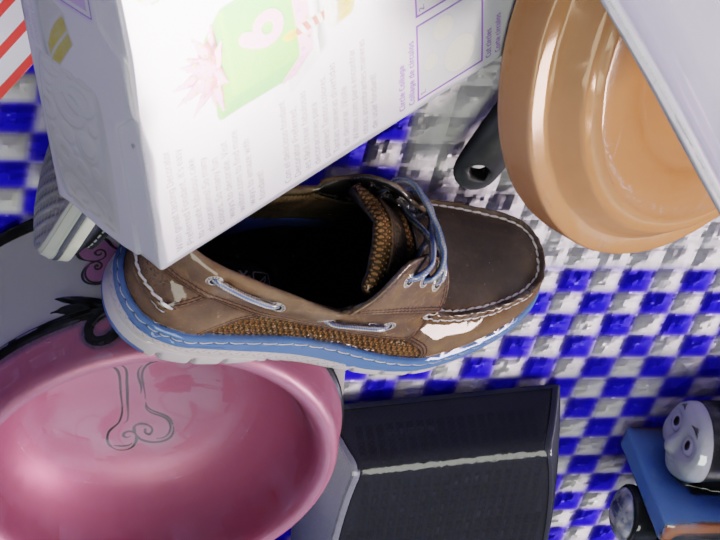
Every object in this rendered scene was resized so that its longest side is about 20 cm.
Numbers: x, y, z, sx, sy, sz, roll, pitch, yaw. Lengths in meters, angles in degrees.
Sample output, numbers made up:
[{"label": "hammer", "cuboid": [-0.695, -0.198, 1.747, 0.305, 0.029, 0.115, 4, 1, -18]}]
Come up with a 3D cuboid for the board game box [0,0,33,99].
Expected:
[{"label": "board game box", "cuboid": [-0.128, -0.155, 0.658, 0.151, 0.046, 0.200, 25, 126, -37]}]

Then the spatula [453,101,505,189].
[{"label": "spatula", "cuboid": [0.094, -0.100, 0.802, 0.056, 0.021, 0.200, 23, 131, -19]}]

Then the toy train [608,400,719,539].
[{"label": "toy train", "cuboid": [0.227, 0.106, 1.030, 0.199, 0.087, 0.115, 3, 127, -16]}]

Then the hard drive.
[{"label": "hard drive", "cuboid": [0.033, 0.138, 1.037, 0.134, 0.042, 0.200, -4, 138, -11]}]

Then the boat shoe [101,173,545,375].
[{"label": "boat shoe", "cuboid": [0.000, 0.000, 0.820, 0.199, 0.073, 0.072, -6, 159, -31]}]

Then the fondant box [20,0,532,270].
[{"label": "fondant box", "cuboid": [-0.011, -0.112, 0.637, 0.200, 0.058, 0.145, -35, 140, -29]}]

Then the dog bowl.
[{"label": "dog bowl", "cuboid": [-0.096, 0.062, 0.892, 0.199, 0.074, 0.201, -7, 139, -7]}]

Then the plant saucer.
[{"label": "plant saucer", "cuboid": [0.132, -0.094, 0.739, 0.200, 0.032, 0.201, -29, 138, -30]}]

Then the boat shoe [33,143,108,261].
[{"label": "boat shoe", "cuboid": [-0.058, -0.071, 0.755, 0.062, 0.075, 0.200, 26, 121, -29]}]

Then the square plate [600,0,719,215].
[{"label": "square plate", "cuboid": [0.136, -0.146, 0.661, 0.200, 0.028, 0.198, -47, 121, -17]}]
